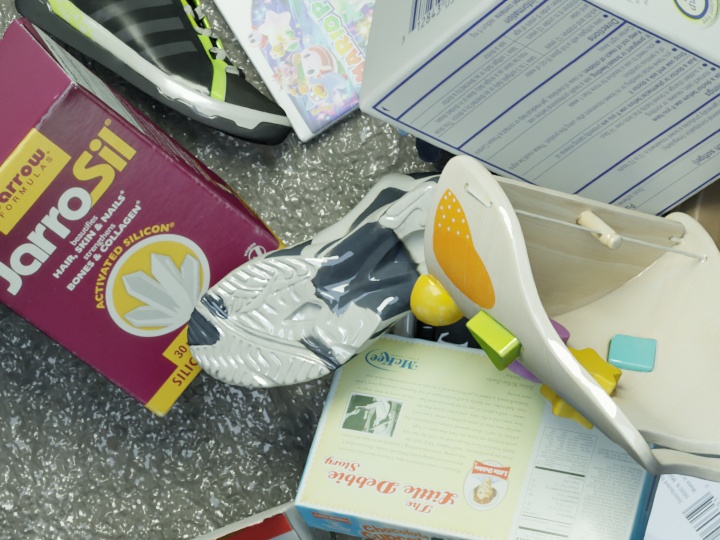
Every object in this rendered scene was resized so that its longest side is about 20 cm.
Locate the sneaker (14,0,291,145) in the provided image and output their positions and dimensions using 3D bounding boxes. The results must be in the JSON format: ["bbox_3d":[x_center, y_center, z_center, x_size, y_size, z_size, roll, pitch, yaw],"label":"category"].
[{"bbox_3d":[-0.120,-0.150,1.611,0.199,0.072,0.083,31,93,6],"label":"sneaker"}]

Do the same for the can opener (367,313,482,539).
[{"bbox_3d":[0.035,0.098,1.602,0.066,0.053,0.202,7,91,6],"label":"can opener"}]

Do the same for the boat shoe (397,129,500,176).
[{"bbox_3d":[0.060,-0.083,1.578,0.068,0.084,0.201,-28,94,19],"label":"boat shoe"}]

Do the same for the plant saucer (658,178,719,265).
[{"bbox_3d":[0.270,-0.008,1.545,0.199,0.029,0.202,3,74,-12],"label":"plant saucer"}]

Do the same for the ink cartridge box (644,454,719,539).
[{"bbox_3d":[0.162,0.145,1.570,0.200,0.084,0.146,-38,86,6],"label":"ink cartridge box"}]

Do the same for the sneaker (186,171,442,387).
[{"bbox_3d":[0.000,0.000,1.545,0.199,0.130,0.080,-34,89,18],"label":"sneaker"}]

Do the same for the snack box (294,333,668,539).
[{"bbox_3d":[0.072,0.106,1.515,0.199,0.037,0.117,10,66,20],"label":"snack box"}]

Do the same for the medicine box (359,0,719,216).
[{"bbox_3d":[0.131,-0.129,1.467,0.199,0.182,0.104,23,58,-23],"label":"medicine box"}]

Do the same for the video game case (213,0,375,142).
[{"bbox_3d":[0.011,-0.192,1.622,0.199,0.018,0.144,-33,87,6],"label":"video game case"}]

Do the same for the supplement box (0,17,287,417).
[{"bbox_3d":[-0.157,-0.030,1.548,0.131,0.103,0.200,-49,126,4],"label":"supplement box"}]

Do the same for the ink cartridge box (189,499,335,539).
[{"bbox_3d":[-0.104,0.183,1.545,0.160,0.200,0.050,-21,88,7],"label":"ink cartridge box"}]

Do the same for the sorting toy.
[{"bbox_3d":[0.135,0.044,1.416,0.107,0.199,0.180,-55,50,21],"label":"sorting toy"}]
